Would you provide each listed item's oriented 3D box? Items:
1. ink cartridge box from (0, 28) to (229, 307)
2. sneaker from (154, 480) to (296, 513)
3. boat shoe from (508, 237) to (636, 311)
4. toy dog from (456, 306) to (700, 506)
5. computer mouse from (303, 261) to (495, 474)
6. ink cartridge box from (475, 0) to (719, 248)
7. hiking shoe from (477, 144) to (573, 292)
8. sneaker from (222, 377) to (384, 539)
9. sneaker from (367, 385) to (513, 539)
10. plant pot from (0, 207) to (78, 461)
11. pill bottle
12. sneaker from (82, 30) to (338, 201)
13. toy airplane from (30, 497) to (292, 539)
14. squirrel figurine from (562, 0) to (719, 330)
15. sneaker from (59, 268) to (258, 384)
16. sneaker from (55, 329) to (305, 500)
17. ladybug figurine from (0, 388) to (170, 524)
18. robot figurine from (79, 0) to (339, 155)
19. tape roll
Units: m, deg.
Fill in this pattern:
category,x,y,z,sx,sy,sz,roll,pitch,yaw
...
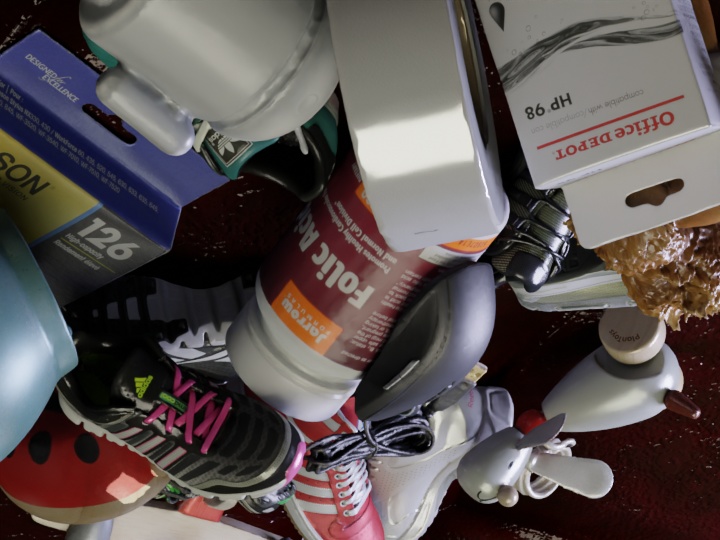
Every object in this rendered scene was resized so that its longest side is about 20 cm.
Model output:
category,x,y,z,sx,sy,sz,roll,pitch,yaw
ink cartridge box,-0.224,-0.054,1.573,0.199,0.047,0.197,-25,137,28
sneaker,-0.116,0.144,1.714,0.085,0.200,0.078,-46,118,-13
boat shoe,0.202,-0.007,1.658,0.200,0.075,0.065,-9,149,13
toy dog,0.177,0.119,1.751,0.132,0.096,0.200,23,110,-47
computer mouse,0.055,0.073,1.583,0.140,0.046,0.200,-7,141,-50
ink cartridge box,0.146,-0.123,1.392,0.115,0.202,0.067,-19,176,18
hiking shoe,0.128,-0.035,1.585,0.075,0.101,0.200,24,135,-33
sneaker,-0.011,0.141,1.771,0.112,0.071,0.201,-15,120,35
sneaker,0.030,0.145,1.845,0.099,0.078,0.200,24,126,-23
plant pot,-0.268,0.039,1.522,0.133,0.201,0.201,-27,145,-14
pill bottle,0.000,0.000,1.573,0.114,0.115,0.200,22,121,-30
sneaker,-0.090,-0.110,1.480,0.199,0.080,0.071,25,134,-33
toy airplane,-0.142,0.221,1.858,0.198,0.142,0.200,-11,142,8
squirrel figurine,0.222,-0.068,1.505,0.201,0.141,0.186,-54,162,9
sneaker,-0.127,0.048,1.691,0.198,0.067,0.091,-6,143,-8
sneaker,-0.132,0.093,1.575,0.199,0.074,0.088,21,161,25
ladybug figurine,-0.207,0.114,1.699,0.199,0.136,0.072,9,150,43
robot figurine,-0.087,-0.154,1.385,0.200,0.113,0.170,36,90,-28
tape roll,0.033,-0.117,1.386,0.070,0.204,0.203,-10,142,7
